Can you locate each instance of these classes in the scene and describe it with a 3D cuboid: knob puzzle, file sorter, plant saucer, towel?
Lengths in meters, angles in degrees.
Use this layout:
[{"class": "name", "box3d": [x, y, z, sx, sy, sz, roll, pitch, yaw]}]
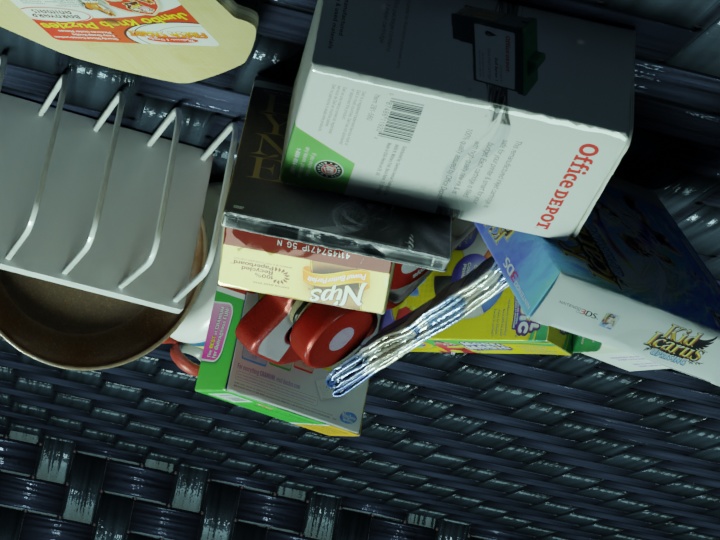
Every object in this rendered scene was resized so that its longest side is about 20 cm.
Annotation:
[{"class": "knob puzzle", "box3d": [-0.155, -0.174, 1.230, 0.219, 0.031, 0.220, 9, 165, 3]}, {"class": "file sorter", "box3d": [-0.207, -0.068, 1.464, 0.200, 0.139, 0.125, 15, 162, -17]}, {"class": "plant saucer", "box3d": [-0.228, -0.018, 1.565, 0.200, 0.201, 0.037, 16, 180, -19]}, {"class": "towel", "box3d": [0.070, 0.020, 1.449, 0.200, 0.024, 0.147, -35, -178, 32]}]

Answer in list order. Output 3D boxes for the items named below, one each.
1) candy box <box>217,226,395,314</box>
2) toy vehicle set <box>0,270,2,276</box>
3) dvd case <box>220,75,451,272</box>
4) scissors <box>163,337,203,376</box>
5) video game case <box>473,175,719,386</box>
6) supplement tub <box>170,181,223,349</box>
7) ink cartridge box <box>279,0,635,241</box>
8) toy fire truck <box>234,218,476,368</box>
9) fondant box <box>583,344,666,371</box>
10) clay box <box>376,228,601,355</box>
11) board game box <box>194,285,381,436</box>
[{"class": "candy box", "box3d": [-0.026, -0.051, 1.317, 0.115, 0.200, 0.055, 11, 121, 0]}, {"class": "toy vehicle set", "box3d": [-0.251, -0.005, 1.656, 0.026, 0.124, 0.200, 18, -172, 35]}, {"class": "dvd case", "box3d": [-0.010, -0.070, 1.282, 0.148, 0.200, 0.016, 12, 121, -3]}, {"class": "scissors", "box3d": [-0.120, 0.070, 1.711, 0.073, 0.014, 0.200, 47, -160, 26]}, {"class": "video game case", "box3d": [0.168, -0.014, 1.341, 0.181, 0.045, 0.200, 18, -152, -29]}, {"class": "supplement tub", "box3d": [-0.076, 0.017, 1.674, 0.145, 0.145, 0.200, -5, 159, 46]}, {"class": "ink cartridge box", "box3d": [0.060, -0.102, 1.193, 0.200, 0.084, 0.146, 12, 153, -6]}, {"class": "toy fire truck", "box3d": [0.000, 0.000, 1.486, 0.112, 0.200, 0.168, 47, -172, 28]}, {"class": "fondant box", "box3d": [0.231, 0.036, 1.706, 0.200, 0.058, 0.144, 19, 163, -35]}, {"class": "clay box", "box3d": [0.113, 0.010, 1.572, 0.200, 0.115, 0.048, -2, 161, 38]}, {"class": "board game box", "box3d": [-0.048, 0.023, 1.566, 0.153, 0.200, 0.040, 23, 162, -39]}]
